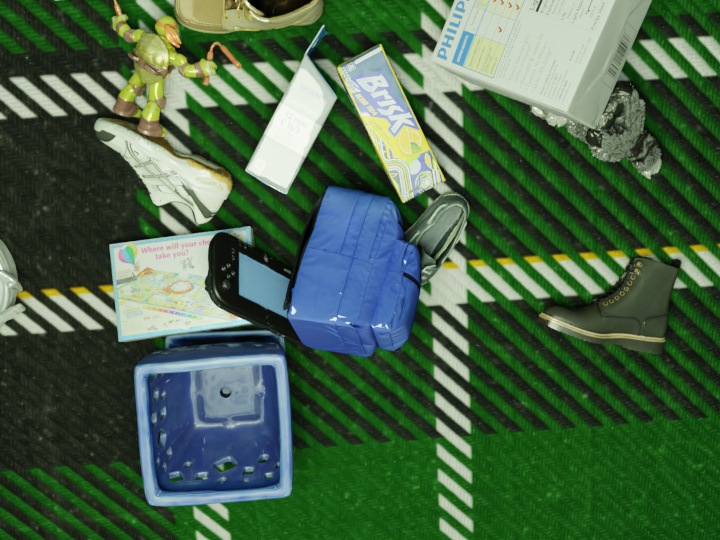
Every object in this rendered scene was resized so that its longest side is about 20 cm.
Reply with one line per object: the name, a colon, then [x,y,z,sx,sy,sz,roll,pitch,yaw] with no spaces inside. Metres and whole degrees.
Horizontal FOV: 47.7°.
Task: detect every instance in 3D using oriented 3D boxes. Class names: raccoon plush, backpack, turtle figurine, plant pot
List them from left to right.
turtle figurine: [-0.257,-0.256,1.047,0.199,0.064,0.162,30,118,7]
plant pot: [-0.190,0.187,1.124,0.197,0.180,0.203,-3,104,-2]
backpack: [0.000,0.000,1.083,0.166,0.163,0.202,9,70,5]
raccoon plush: [0.319,-0.195,1.130,0.097,0.134,0.200,-48,134,-7]

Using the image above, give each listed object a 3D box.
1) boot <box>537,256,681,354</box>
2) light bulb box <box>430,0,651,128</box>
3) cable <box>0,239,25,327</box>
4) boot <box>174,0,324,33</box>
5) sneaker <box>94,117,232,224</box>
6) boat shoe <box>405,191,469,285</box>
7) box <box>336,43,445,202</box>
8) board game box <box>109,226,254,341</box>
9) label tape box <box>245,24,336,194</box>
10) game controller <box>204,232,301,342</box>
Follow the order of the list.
boot: [0.360,0.034,1.178,0.197,0.077,0.140,10,99,-19]
light bulb box: [0.227,-0.309,1.013,0.199,0.124,0.200,29,103,29]
cable: [-0.578,0.016,1.123,0.199,0.069,0.201,-34,102,6]
boot: [-0.145,-0.336,1.017,0.197,0.156,0.074,0,104,-2]
sneaker: [-0.276,-0.132,1.100,0.198,0.076,0.088,29,105,-6]
boat shoe: [0.084,-0.023,1.149,0.072,0.062,0.201,35,99,-10]
box: [0.040,-0.199,1.105,0.069,0.064,0.202,-27,102,3]
board game box: [-0.241,0.019,1.136,0.197,0.034,0.136,-7,84,-1]
label tape box: [-0.072,-0.209,1.056,0.066,0.143,0.201,30,100,-9]
game controller: [-0.132,0.025,1.094,0.042,0.199,0.106,-12,63,32]
